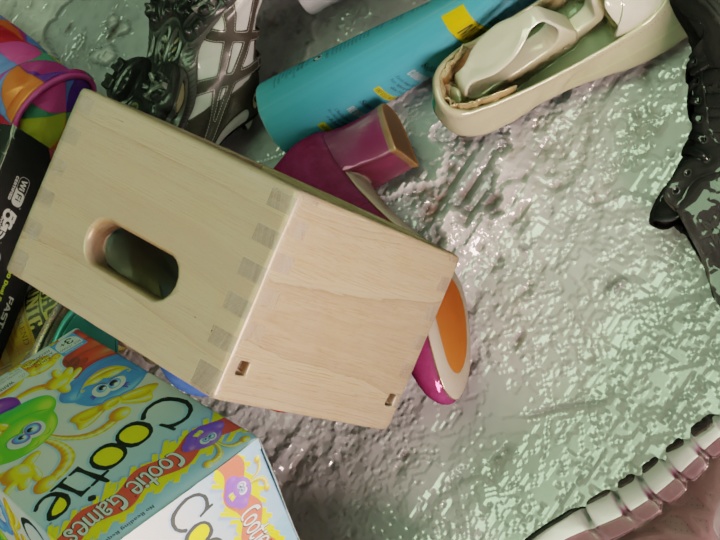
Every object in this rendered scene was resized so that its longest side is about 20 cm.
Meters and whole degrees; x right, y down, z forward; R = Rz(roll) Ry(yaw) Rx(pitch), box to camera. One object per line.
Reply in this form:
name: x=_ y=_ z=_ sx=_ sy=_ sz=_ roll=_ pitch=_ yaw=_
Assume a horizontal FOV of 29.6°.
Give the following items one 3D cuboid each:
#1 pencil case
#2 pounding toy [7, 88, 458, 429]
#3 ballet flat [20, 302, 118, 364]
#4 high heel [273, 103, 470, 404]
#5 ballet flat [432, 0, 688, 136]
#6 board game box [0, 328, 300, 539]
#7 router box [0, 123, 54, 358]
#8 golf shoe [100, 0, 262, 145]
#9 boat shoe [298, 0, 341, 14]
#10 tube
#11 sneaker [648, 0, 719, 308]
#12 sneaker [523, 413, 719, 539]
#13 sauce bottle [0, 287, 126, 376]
pencil case: x=-0.268 y=-0.147 z=0.984 sx=0.200 sy=0.088 sz=0.089 roll=39 pitch=91 yaw=32
pounding toy: x=-0.079 y=0.010 z=0.726 sx=0.199 sy=0.183 sz=0.144 roll=26 pitch=94 yaw=34
ballet flat: x=-0.195 y=0.110 z=0.840 sx=0.067 sy=0.068 sz=0.203 roll=7 pitch=90 yaw=42
high heel: x=0.000 y=0.000 z=0.800 sx=0.095 sy=0.067 sz=0.202 roll=-28 pitch=63 yaw=21
ballet flat: x=0.126 y=-0.142 z=0.787 sx=0.199 sy=0.069 sz=0.070 roll=-31 pitch=60 yaw=14
board game box: x=-0.129 y=0.124 z=0.716 sx=0.103 sy=0.106 sz=0.199 roll=-34 pitch=31 yaw=-26
router box: x=-0.297 y=-0.022 z=0.896 sx=0.198 sy=0.062 sz=0.152 roll=10 pitch=73 yaw=34
golf shoe: x=-0.097 y=-0.146 z=0.887 sx=0.077 sy=0.094 sz=0.202 roll=28 pitch=87 yaw=38
boat shoe: x=-0.054 y=-0.256 z=0.928 sx=0.068 sy=0.072 sz=0.201 roll=-34 pitch=68 yaw=12
tube: x=0.029 y=-0.135 z=0.836 sx=0.198 sy=0.077 sz=0.051 roll=-26 pitch=87 yaw=21
sneaker: x=0.190 y=-0.058 z=0.722 sx=0.104 sy=0.060 sz=0.201 roll=-33 pitch=70 yaw=11
sneaker: x=0.177 y=0.141 z=0.658 sx=0.199 sy=0.075 sz=0.116 roll=-39 pitch=63 yaw=22
sauce bottle: x=-0.165 y=0.021 z=0.878 sx=0.198 sy=0.066 sz=0.067 roll=-28 pitch=61 yaw=15
